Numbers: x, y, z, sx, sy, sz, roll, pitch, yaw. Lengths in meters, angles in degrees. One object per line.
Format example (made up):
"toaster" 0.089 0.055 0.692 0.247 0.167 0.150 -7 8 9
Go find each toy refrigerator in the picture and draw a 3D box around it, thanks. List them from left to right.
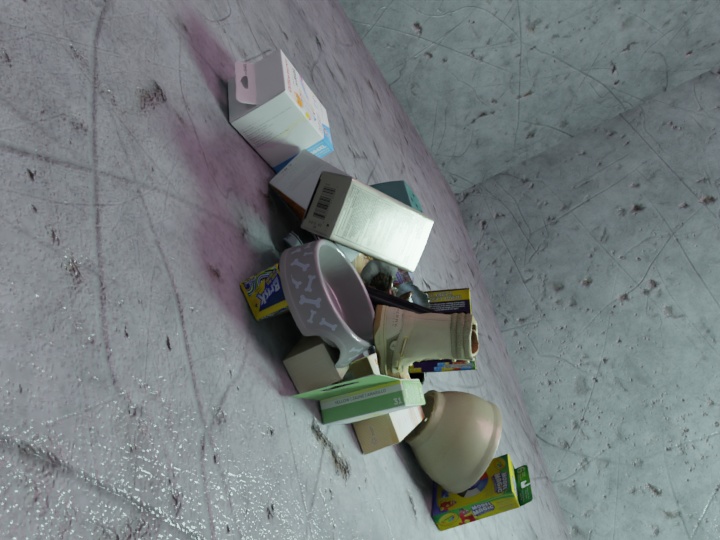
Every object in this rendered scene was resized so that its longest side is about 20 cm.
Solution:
"toy refrigerator" -0.051 0.127 1.040 0.071 0.075 0.200 63 16 -8

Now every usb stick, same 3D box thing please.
"usb stick" 0.049 0.062 1.054 0.033 0.198 0.056 -48 148 -42

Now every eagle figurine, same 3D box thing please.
"eagle figurine" 0.049 0.076 1.210 0.151 0.151 0.200 38 -2 9

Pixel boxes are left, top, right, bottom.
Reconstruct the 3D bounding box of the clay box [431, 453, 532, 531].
"clay box" 0.243 0.443 1.289 0.048 0.198 0.115 60 17 -16

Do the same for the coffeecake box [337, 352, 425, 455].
"coffeecake box" 0.040 0.231 1.177 0.155 0.072 0.200 69 17 8

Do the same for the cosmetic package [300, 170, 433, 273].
"cosmetic package" 0.014 -0.077 1.045 0.199 0.104 0.087 23 0 -41

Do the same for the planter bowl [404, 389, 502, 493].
"planter bowl" 0.172 0.328 1.296 0.134 0.201 0.201 32 26 -11

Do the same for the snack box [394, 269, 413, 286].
"snack box" 0.017 -0.038 1.295 0.201 0.141 0.053 63 26 -46

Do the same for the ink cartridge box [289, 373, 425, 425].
"ink cartridge box" 0.001 0.200 0.975 0.200 0.144 0.049 24 51 -65

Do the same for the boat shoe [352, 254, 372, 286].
"boat shoe" 0.000 0.000 1.253 0.201 0.068 0.074 88 -20 -54

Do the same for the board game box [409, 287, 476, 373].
"board game box" 0.136 0.128 1.323 0.057 0.197 0.168 34 52 -74

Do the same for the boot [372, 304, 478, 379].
"boot" 0.104 0.120 0.983 0.201 0.153 0.073 77 18 -53

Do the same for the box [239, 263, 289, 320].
"box" -0.107 0.027 1.013 0.065 0.070 0.200 66 17 4

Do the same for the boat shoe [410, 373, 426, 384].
"boat shoe" 0.097 0.167 1.443 0.202 0.071 0.068 65 12 -10

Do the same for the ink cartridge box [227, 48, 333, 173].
"ink cartridge box" -0.158 -0.303 1.214 0.200 0.124 0.130 46 25 -49

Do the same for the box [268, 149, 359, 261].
"box" -0.062 -0.122 1.164 0.200 0.097 0.125 38 -11 51

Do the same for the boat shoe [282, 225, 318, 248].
"boat shoe" -0.061 0.004 1.159 0.200 0.068 0.073 56 -15 -14

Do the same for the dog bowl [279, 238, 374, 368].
"dog bowl" -0.041 0.043 0.961 0.201 0.058 0.201 53 20 -30

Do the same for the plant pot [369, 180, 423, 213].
"plant pot" 0.036 -0.102 1.406 0.141 0.198 0.143 41 28 -54
